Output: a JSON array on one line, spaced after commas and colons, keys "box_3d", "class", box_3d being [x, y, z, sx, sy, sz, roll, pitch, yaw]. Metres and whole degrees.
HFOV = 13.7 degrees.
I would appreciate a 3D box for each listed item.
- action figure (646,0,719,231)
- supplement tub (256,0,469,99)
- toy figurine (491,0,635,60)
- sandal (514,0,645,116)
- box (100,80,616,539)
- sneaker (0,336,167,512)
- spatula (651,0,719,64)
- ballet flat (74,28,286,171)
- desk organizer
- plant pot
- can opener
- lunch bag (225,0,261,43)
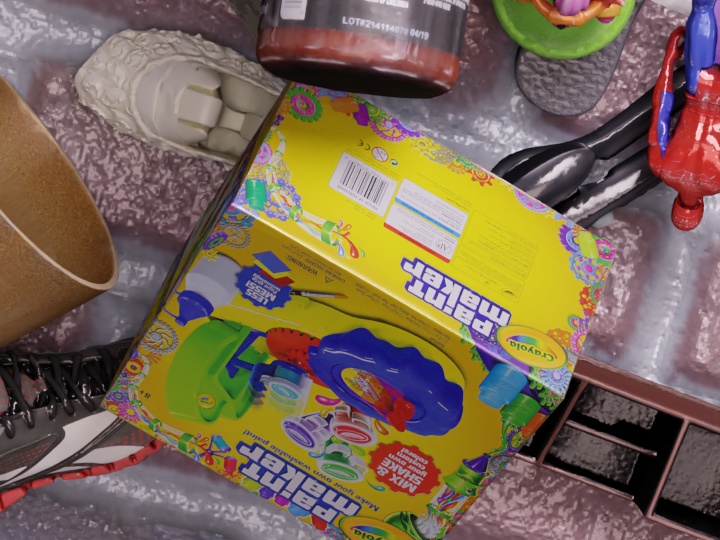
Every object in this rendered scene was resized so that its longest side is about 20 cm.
[{"box_3d": [0.200, -0.114, 1.682, 0.065, 0.052, 0.201, 13, 113, 6], "class": "action figure"}, {"box_3d": [0.011, -0.193, 1.526, 0.107, 0.107, 0.201, 9, 86, -5], "class": "supplement tub"}, {"box_3d": [0.113, -0.193, 1.594, 0.150, 0.184, 0.201, 8, 106, 3], "class": "toy figurine"}, {"box_3d": [0.149, -0.185, 1.734, 0.076, 0.043, 0.200, 32, 106, -5], "class": "sandal"}, {"box_3d": [-0.002, 0.031, 1.625, 0.200, 0.122, 0.193, 29, 136, -6], "class": "box"}, {"box_3d": [-0.179, 0.080, 1.714, 0.200, 0.098, 0.071, -22, 58, 0], "class": "sneaker"}, {"box_3d": [0.163, -0.163, 1.705, 0.200, 0.021, 0.057, 31, 110, -6], "class": "spatula"}, {"box_3d": [-0.066, -0.088, 1.720, 0.199, 0.072, 0.072, 19, 96, -5], "class": "ballet flat"}, {"box_3d": [0.144, 0.096, 1.751, 0.199, 0.077, 0.072, 21, 96, -6], "class": "desk organizer"}, {"box_3d": [-0.268, -0.007, 1.673, 0.200, 0.186, 0.187, -37, 99, 12], "class": "plant pot"}, {"box_3d": [0.152, -0.065, 1.740, 0.200, 0.079, 0.064, -29, 107, -12], "class": "can opener"}, {"box_3d": [-0.048, -0.215, 1.651, 0.139, 0.168, 0.200, -40, 100, -14], "class": "lunch bag"}]
